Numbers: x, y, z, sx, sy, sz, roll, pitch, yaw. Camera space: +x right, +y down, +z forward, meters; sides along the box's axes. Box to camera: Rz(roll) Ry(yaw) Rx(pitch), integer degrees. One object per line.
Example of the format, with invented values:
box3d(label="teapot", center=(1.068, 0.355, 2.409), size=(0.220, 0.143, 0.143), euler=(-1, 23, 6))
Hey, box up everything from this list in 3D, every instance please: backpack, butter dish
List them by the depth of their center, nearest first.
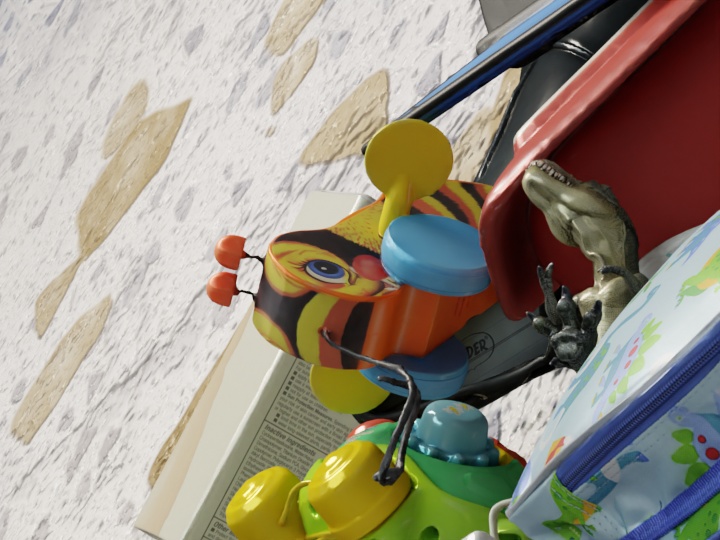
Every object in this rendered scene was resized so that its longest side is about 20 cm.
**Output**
box3d(label="backpack", center=(0.151, 0.046, 0.843), size=(0.200, 0.147, 0.183), euler=(-38, 9, 45))
box3d(label="butter dish", center=(0.158, -0.030, 1.102), size=(0.199, 0.148, 0.200), euler=(-45, -15, -5))

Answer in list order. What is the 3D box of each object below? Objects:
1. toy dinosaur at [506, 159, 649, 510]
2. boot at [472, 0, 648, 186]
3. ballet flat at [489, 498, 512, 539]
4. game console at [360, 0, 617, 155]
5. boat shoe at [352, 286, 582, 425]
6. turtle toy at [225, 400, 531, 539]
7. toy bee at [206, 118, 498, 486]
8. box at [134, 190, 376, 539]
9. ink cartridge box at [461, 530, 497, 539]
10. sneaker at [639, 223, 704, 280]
box3d(label="toy dinosaur", center=(0.085, 0.051, 0.960), size=(0.047, 0.088, 0.201), euler=(-16, 78, 28))
box3d(label="boot", center=(0.120, -0.081, 1.328), size=(0.200, 0.076, 0.168), euler=(-37, 28, 56))
box3d(label="ballet flat", center=(0.053, 0.131, 1.117), size=(0.200, 0.074, 0.074), euler=(-25, 25, 0))
box3d(label="game console", center=(0.080, -0.158, 1.162), size=(0.200, 0.118, 0.171), euler=(-32, 64, 44))
box3d(label="boat shoe", center=(0.073, 0.010, 1.254), size=(0.199, 0.075, 0.066), euler=(-29, -9, 13))
box3d(label="turtle toy", center=(0.023, 0.121, 1.228), size=(0.101, 0.146, 0.200), euler=(-48, 14, -28))
box3d(label="toy bee", center=(0.000, 0.000, 1.137), size=(0.200, 0.108, 0.131), euler=(-14, -56, -77))
box3d(label="box", center=(-0.022, 0.067, 1.432), size=(0.200, 0.095, 0.078), euler=(-61, 21, -8))
box3d(label="ink cartridge box", center=(0.060, 0.215, 0.981), size=(0.084, 0.144, 0.200), euler=(-36, 31, 32))
box3d(label="sneaker", center=(0.146, 0.014, 0.991), size=(0.200, 0.070, 0.080), euler=(-48, 26, 28))
